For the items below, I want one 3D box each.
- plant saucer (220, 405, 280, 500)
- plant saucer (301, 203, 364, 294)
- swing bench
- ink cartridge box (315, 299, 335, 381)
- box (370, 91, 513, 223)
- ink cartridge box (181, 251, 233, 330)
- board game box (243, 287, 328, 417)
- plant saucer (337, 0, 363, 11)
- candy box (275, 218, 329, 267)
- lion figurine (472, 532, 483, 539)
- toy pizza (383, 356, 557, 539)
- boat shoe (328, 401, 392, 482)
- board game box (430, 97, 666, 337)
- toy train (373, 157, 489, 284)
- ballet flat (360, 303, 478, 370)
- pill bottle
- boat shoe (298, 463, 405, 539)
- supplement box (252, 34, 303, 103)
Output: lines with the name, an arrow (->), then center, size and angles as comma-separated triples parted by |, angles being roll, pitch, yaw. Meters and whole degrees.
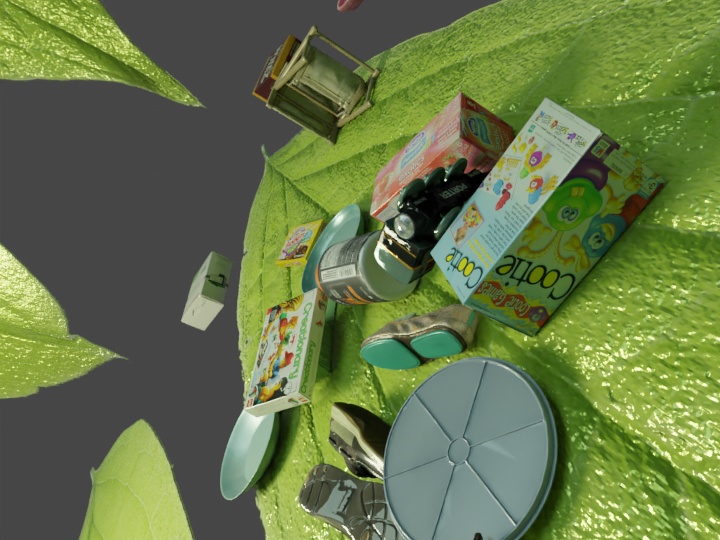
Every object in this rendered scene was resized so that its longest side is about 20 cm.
plant saucer -> -0.190, 0.316, 1.114 | 0.201, 0.039, 0.202 | -46, 29, 34
plant saucer -> -0.050, -0.036, 1.195 | 0.200, 0.027, 0.201 | -46, 25, 29
swing bench -> -0.092, -0.444, 1.510 | 0.200, 0.198, 0.130 | -33, 36, 48
ink cartridge box -> -0.112, 0.120, 1.105 | 0.145, 0.048, 0.201 | -30, 39, 28
box -> 0.113, -0.139, 0.876 | 0.200, 0.102, 0.095 | -40, 32, 45
ink cartridge box -> -0.477, 0.065, 1.927 | 0.146, 0.084, 0.201 | -47, 28, 35
board game box -> -0.120, 0.135, 1.025 | 0.126, 0.035, 0.201 | -24, 43, 33
plant saucer -> -0.005, -0.946, 2.048 | 0.201, 0.051, 0.201 | -46, 28, 33
candy box -> -0.136, -0.060, 1.414 | 0.200, 0.026, 0.103 | -5, 58, 63
lion figurine -> 0.112, 0.304, 0.451 | 0.200, 0.072, 0.123 | -113, 25, -74
toy pizza -> 0.105, 0.182, 0.606 | 0.200, 0.032, 0.201 | -29, 43, 31
boat shoe -> 0.014, 0.222, 0.755 | 0.200, 0.073, 0.065 | -156, 80, -68
board game box -> 0.182, -0.051, 0.628 | 0.200, 0.103, 0.105 | -54, 29, 20
toy train -> 0.098, -0.062, 0.752 | 0.200, 0.085, 0.114 | -30, -28, -46
ballet flat -> 0.077, 0.083, 0.783 | 0.200, 0.068, 0.067 | -18, 30, 52
pill bottle -> 0.000, 0.000, 0.962 | 0.200, 0.106, 0.107 | -11, 56, 62
boat shoe -> 0.018, 0.274, 0.679 | 0.199, 0.073, 0.075 | 15, 65, 46
supplement box -> -0.181, -0.552, 1.815 | 0.200, 0.197, 0.133 | -2, 64, 63
